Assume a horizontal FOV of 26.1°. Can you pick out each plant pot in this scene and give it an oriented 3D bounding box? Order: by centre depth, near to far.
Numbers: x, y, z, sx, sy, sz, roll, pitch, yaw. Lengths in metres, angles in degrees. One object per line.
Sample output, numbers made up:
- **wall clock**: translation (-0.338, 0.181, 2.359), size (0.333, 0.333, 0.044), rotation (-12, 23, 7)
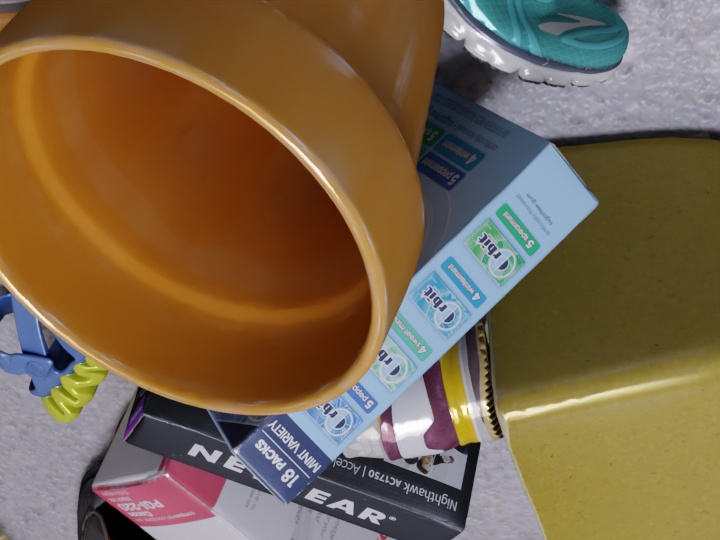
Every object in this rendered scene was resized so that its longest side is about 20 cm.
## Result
- **plant pot**: translation (-0.049, -0.072, 0.679), size (0.198, 0.184, 0.202), rotation (16, 139, 15)
- **plant pot**: translation (0.184, 0.045, 0.840), size (0.198, 0.196, 0.197), rotation (-13, 132, 13)

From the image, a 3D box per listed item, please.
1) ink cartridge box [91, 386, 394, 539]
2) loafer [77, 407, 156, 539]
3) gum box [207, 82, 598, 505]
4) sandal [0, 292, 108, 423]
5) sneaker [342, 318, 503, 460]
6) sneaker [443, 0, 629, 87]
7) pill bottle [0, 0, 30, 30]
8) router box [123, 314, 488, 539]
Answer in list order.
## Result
- **ink cartridge box**: translation (-0.053, 0.127, 0.986), size (0.084, 0.147, 0.200), rotation (-17, 130, 44)
- **loafer**: translation (-0.169, 0.174, 1.114), size (0.072, 0.073, 0.201), rotation (16, 136, -7)
- **gum box**: translation (0.000, 0.000, 0.772), size (0.200, 0.170, 0.045), rotation (-44, 116, -1)
- **sandal**: translation (-0.179, 0.020, 0.960), size (0.086, 0.080, 0.200), rotation (29, 132, -14)
- **sneaker**: translation (0.020, 0.025, 0.833), size (0.089, 0.201, 0.076), rotation (-12, 118, 3)
- **sneaker**: translation (0.057, -0.158, 0.737), size (0.199, 0.078, 0.080), rotation (33, 123, -21)
- **pill bottle**: translation (-0.162, -0.210, 0.690), size (0.115, 0.117, 0.202), rotation (3, 132, 8)
- **router box**: translation (-0.022, 0.059, 0.908), size (0.198, 0.151, 0.051), rotation (22, 149, -12)
